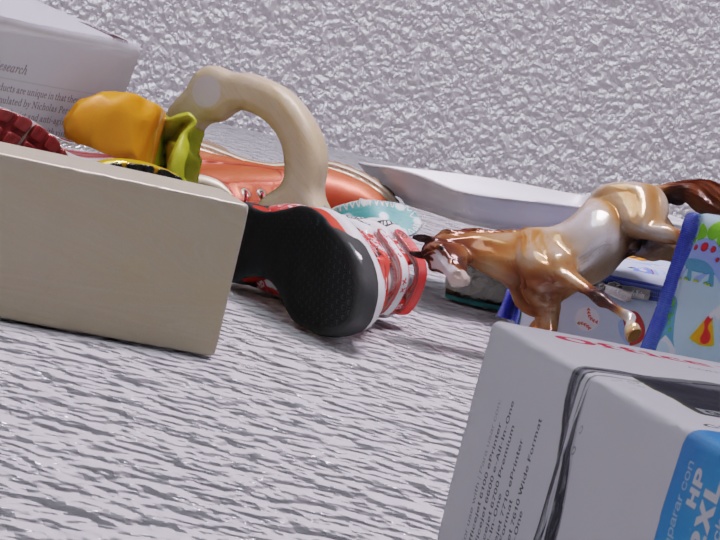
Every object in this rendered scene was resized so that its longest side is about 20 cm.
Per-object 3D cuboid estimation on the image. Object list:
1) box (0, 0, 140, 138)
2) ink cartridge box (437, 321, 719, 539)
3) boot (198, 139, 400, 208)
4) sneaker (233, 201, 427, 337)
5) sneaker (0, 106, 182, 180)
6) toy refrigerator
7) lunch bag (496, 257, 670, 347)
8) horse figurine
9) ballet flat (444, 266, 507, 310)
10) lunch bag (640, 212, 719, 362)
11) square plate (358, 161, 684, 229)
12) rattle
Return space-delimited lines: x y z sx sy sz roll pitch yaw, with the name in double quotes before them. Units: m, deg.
"box" -0.288 -0.128 1.280 0.199 0.131 0.200 25 11 28
"ink cartridge box" 0.125 0.083 0.584 0.145 0.084 0.200 11 6 -17
"boot" -0.067 -0.039 1.412 0.200 0.075 0.107 10 16 -4
"sneaker" 0.000 -0.001 1.164 0.108 0.067 0.201 8 5 -25
"sneaker" -0.199 -0.048 1.184 0.200 0.078 0.082 21 -3 -36
"toy refrigerator" -0.162 -0.019 0.937 0.200 0.076 0.070 11 7 -19
"lunch bag" 0.167 0.024 1.284 0.160 0.076 0.200 11 5 0
"horse figurine" 0.147 -0.008 1.165 0.200 0.050 0.133 -27 47 -19
"ballet flat" 0.157 0.007 1.456 0.200 0.072 0.072 11 6 -14
"lunch bag" 0.278 0.053 1.077 0.200 0.128 0.170 27 -7 -41
"square plate" 0.120 -0.045 1.438 0.198 0.028 0.200 7 6 -22
"rattle" -0.068 -0.052 1.271 0.200 0.130 0.143 43 -2 20
